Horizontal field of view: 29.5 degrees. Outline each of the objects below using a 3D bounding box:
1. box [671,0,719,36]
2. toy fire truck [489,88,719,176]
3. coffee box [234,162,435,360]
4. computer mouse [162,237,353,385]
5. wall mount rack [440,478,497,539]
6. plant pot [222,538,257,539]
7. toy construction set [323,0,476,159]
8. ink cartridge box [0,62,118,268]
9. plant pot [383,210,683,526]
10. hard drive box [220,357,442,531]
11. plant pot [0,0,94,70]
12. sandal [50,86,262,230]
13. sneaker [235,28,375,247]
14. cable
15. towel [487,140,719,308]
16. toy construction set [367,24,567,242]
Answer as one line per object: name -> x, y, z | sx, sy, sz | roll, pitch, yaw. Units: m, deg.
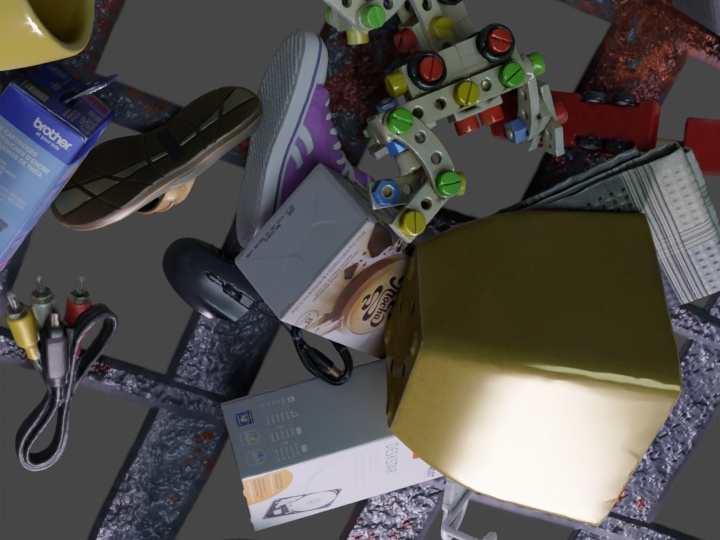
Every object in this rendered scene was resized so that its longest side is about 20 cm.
box -> 0.358, -0.326, 1.142 | 0.197, 0.131, 0.201 | -20, 119, -4
toy fire truck -> 0.225, -0.125, 1.225 | 0.198, 0.141, 0.049 | 8, 90, 21
coffee box -> 0.000, 0.000, 1.190 | 0.113, 0.080, 0.200 | -48, 148, 11
computer mouse -> -0.090, 0.036, 1.209 | 0.199, 0.034, 0.059 | 32, 84, 3
wall mount rack -> 0.142, 0.177, 1.355 | 0.074, 0.174, 0.202 | 18, 117, 20
plant pot -> -0.121, 0.398, 1.359 | 0.199, 0.161, 0.202 | -6, 118, -12
toy construction set -> 0.036, -0.188, 1.148 | 0.131, 0.092, 0.201 | -38, 131, -23
ink cartridge box -> -0.270, -0.085, 1.085 | 0.076, 0.137, 0.200 | 35, 103, -10
plant pot -> 0.126, 0.068, 1.139 | 0.198, 0.197, 0.195 | 9, 135, -9
hard drive box -> -0.020, 0.158, 1.275 | 0.198, 0.077, 0.156 | -16, 154, -7
plant pot -> -0.315, -0.233, 0.984 | 0.187, 0.201, 0.202 | -12, 120, 8
sandal -> -0.168, -0.086, 1.163 | 0.199, 0.081, 0.054 | -30, 141, -4
sneaker -> -0.035, -0.110, 1.187 | 0.113, 0.073, 0.202 | 2, 122, -23
cable -> -0.274, 0.091, 1.247 | 0.096, 0.050, 0.201 | -12, 132, -28
towel -> 0.222, -0.021, 1.213 | 0.191, 0.035, 0.200 | -22, 135, 15
toy construction set -> 0.088, -0.117, 1.097 | 0.199, 0.092, 0.132 | -25, 95, -28
